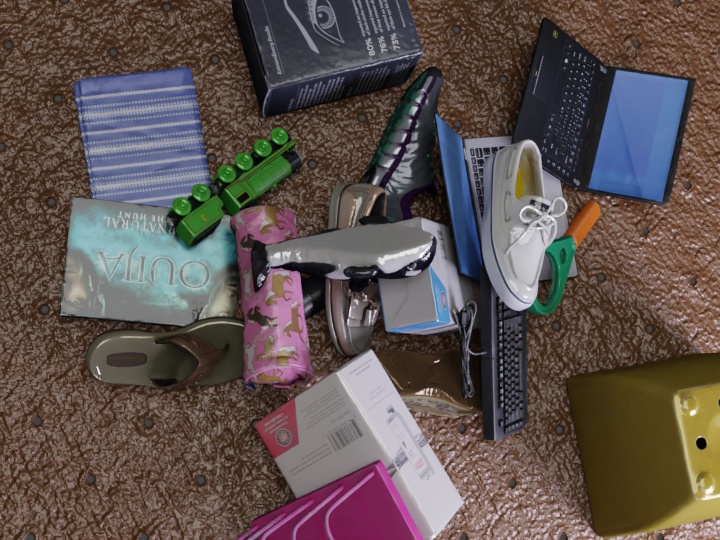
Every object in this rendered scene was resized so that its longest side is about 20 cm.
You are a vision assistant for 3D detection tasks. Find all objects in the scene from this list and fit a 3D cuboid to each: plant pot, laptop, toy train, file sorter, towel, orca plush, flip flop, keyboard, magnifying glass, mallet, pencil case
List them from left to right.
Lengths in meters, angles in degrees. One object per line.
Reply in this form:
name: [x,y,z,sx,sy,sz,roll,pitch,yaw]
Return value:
towel: [-0.256,-0.140,1.268,0.142,0.024,0.204,-9,83,-13]
flip flop: [-0.204,0.098,1.188,0.197,0.058,0.083,0,106,-20]
toy train: [-0.142,-0.098,1.241,0.057,0.042,0.199,48,58,3]
pencil case: [-0.099,0.028,1.182,0.082,0.086,0.203,14,62,-49]
mallet: [-0.095,-0.037,1.267,0.065,0.041,0.202,-23,80,-12]
file sorter: [-0.046,0.314,1.101,0.125,0.199,0.140,-26,85,-56]
orca plush: [-0.016,0.003,1.133,0.197,0.106,0.072,-13,124,-3]
keyboard: [0.152,0.091,1.207,0.126,0.020,0.204,-9,99,-42]
laptop: [0.176,-0.085,1.270,0.197,0.116,0.191,-6,79,-15]
magnifying glass: [0.242,-0.022,1.283,0.200,0.022,0.080,-46,125,-39]
laptop: [0.303,-0.197,1.324,0.198,0.103,0.180,26,73,-35]
plant pot: [0.374,0.194,1.215,0.192,0.200,0.198,-8,80,-10]

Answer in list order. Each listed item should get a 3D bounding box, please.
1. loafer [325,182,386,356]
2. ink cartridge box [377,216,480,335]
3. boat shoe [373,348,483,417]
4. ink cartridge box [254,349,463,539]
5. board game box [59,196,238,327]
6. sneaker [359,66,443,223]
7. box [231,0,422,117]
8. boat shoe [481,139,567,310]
loafer: [0.000,0.000,1.232,0.062,0.071,0.204,1,94,33]
ink cartridge box: [0.086,0.013,1.236,0.066,0.199,0.118,-13,79,23]
boat shoe: [0.087,0.133,1.254,0.197,0.063,0.074,10,64,-15]
ink cartridge box: [-0.003,0.214,1.171,0.202,0.146,0.082,58,33,4]
board game box: [-0.238,-0.005,1.226,0.196,0.028,0.138,5,82,-13]
sneaker: [0.067,-0.145,1.303,0.087,0.074,0.202,28,87,-13]
box: [-0.043,-0.289,1.287,0.197,0.104,0.150,-14,82,-12]
boat shoe: [0.189,-0.059,1.189,0.074,0.086,0.205,25,53,-31]
